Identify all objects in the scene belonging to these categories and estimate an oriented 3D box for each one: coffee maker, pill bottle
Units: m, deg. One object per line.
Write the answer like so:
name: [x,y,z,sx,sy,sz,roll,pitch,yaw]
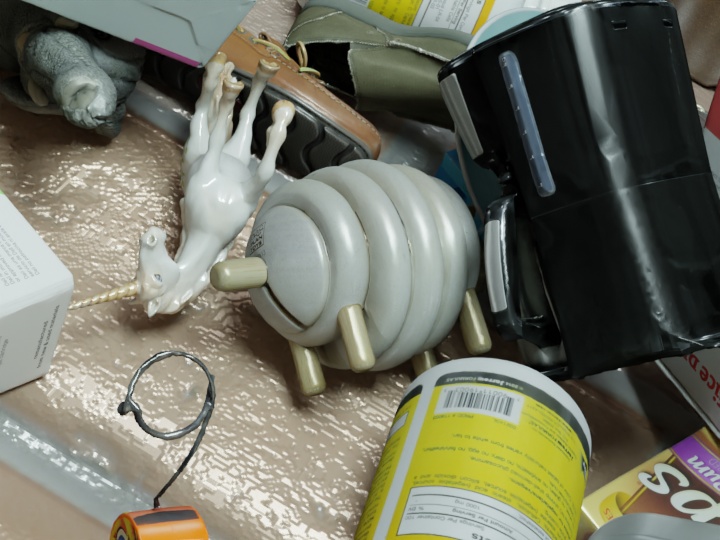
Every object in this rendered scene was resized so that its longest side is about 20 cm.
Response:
coffee maker: [0.153,-0.050,0.833,0.135,0.192,0.200,-8,84,-69]
pill bottle: [0.062,-0.216,1.122,0.200,0.113,0.113,21,43,-5]
pill bottle: [0.051,0.149,0.761,0.112,0.112,0.200,25,43,-2]

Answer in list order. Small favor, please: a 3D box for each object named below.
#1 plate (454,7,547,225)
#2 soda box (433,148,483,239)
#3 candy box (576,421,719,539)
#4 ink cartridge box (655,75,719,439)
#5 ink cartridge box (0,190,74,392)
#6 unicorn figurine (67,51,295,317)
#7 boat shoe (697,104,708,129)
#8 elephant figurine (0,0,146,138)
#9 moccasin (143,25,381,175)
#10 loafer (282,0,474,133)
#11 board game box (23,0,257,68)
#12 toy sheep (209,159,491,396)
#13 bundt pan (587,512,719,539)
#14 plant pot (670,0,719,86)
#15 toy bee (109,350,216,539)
plate: [0.127,-0.074,0.964,0.200,0.026,0.200,13,69,-37]
soda box: [0.138,-0.060,1.044,0.200,0.064,0.068,-19,59,-37]
candy box: [0.217,0.159,0.876,0.200,0.056,0.117,-22,61,-38]
ink cartridge box: [0.258,-0.005,0.881,0.083,0.200,0.147,-1,32,-21]
ink cartridge box: [-0.274,0.013,0.752,0.200,0.084,0.146,-24,62,-40]
unicorn figurine: [-0.090,-0.053,0.882,0.074,0.137,0.200,23,19,1]
boat shoe: [0.204,-0.072,0.974,0.200,0.074,0.073,47,41,-31]
elephant figurine: [-0.184,-0.143,0.920,0.200,0.142,0.155,35,57,18]
moccasin: [-0.070,-0.130,1.009,0.201,0.074,0.078,29,50,16]
loafer: [0.024,-0.133,1.039,0.200,0.075,0.070,23,51,31]
board game box: [-0.157,-0.228,0.888,0.148,0.064,0.200,18,40,-36]
toy sheep: [0.000,0.000,0.870,0.200,0.138,0.138,-3,49,-43]
bundt pan: [0.123,0.204,0.695,0.076,0.202,0.202,16,38,23]
plant pot: [0.350,-0.265,1.249,0.200,0.198,0.200,14,44,-14]
toy bee: [-0.086,0.156,0.711,0.131,0.109,0.200,20,67,-20]
